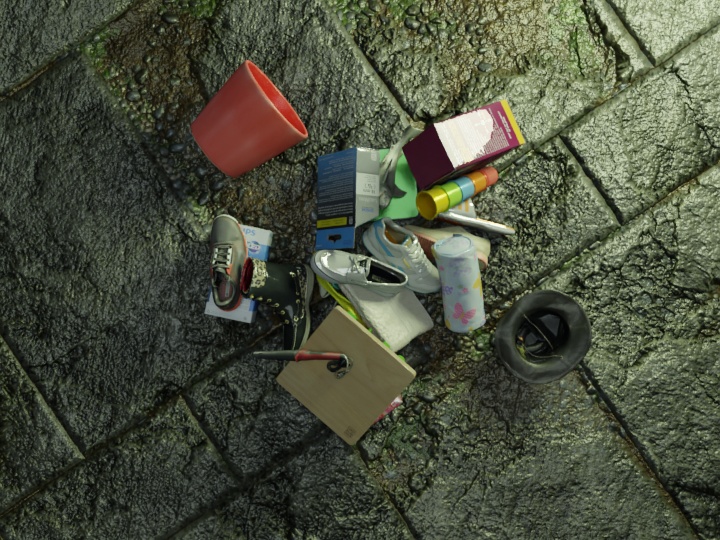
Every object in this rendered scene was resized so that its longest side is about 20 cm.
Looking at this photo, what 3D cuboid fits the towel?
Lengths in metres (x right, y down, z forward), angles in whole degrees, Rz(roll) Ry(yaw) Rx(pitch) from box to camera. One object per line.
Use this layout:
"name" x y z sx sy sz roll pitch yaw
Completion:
"towel" 0.051 0.067 1.425 0.132 0.034 0.200 -31 83 -30

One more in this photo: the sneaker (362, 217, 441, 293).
"sneaker" 0.097 -0.029 1.420 0.200 0.081 0.077 39 55 -7

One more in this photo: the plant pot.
"plant pot" -0.237 -0.299 1.399 0.177 0.200 0.200 -36 89 11

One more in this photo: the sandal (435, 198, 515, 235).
"sandal" 0.231 -0.123 1.441 0.207 0.079 0.059 13 88 -7

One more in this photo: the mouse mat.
"mouse mat" 0.025 -0.183 1.475 0.200 0.008 0.161 -5 89 2

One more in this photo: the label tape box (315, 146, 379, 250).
"label tape box" -0.028 -0.142 1.400 0.063 0.144 0.200 2 89 -36

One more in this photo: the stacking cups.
"stacking cups" 0.201 -0.162 1.390 0.200 0.060 0.061 -25 89 -35

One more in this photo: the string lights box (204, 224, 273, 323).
"string lights box" -0.258 0.004 1.451 0.103 0.059 0.200 12 89 1

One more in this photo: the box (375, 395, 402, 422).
"box" -0.009 0.219 1.425 0.100 0.095 0.200 -37 88 2

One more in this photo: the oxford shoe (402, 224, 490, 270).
"oxford shoe" 0.179 -0.062 1.452 0.200 0.071 0.074 20 62 4

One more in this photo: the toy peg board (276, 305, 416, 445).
"toy peg board" -0.021 0.197 1.343 0.200 0.098 0.199 41 107 4

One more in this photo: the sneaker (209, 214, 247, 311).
"sneaker" -0.272 -0.016 1.381 0.077 0.082 0.200 -5 89 2

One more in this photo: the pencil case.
"pencil case" 0.201 0.029 1.394 0.091 0.083 0.200 -3 118 22

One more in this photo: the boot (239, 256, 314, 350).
"boot" -0.179 0.075 1.406 0.154 0.073 0.204 12 82 -38

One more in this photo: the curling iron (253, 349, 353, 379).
"curling iron" -0.112 0.172 1.296 0.200 0.026 0.050 5 98 13

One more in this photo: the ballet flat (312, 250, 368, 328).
"ballet flat" -0.046 0.050 1.450 0.200 0.067 0.067 47 119 0

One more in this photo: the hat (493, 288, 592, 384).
"hat" 0.381 0.136 1.430 0.200 0.081 0.201 0 91 9

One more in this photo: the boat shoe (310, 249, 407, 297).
"boat shoe" 0.000 0.000 1.372 0.200 0.066 0.072 22 61 -13

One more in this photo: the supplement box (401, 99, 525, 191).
"supplement box" 0.207 -0.253 1.374 0.200 0.131 0.103 -25 90 -30

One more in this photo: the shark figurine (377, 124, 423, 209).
"shark figurine" 0.077 -0.206 1.447 0.089 0.128 0.215 32 71 -23
